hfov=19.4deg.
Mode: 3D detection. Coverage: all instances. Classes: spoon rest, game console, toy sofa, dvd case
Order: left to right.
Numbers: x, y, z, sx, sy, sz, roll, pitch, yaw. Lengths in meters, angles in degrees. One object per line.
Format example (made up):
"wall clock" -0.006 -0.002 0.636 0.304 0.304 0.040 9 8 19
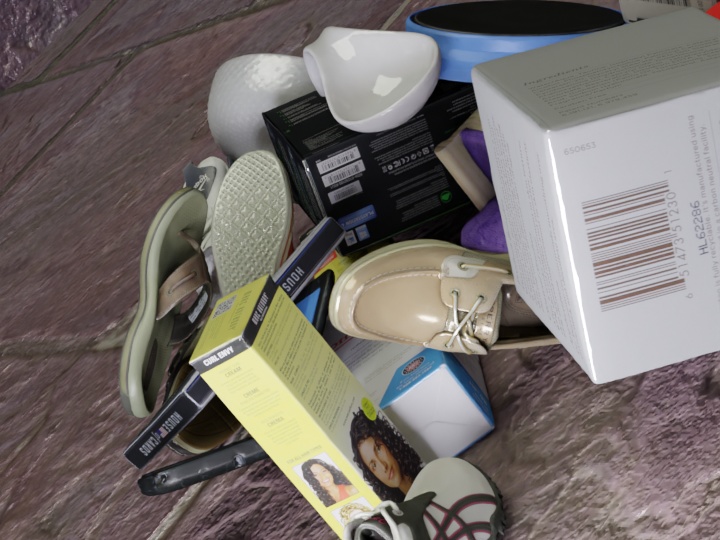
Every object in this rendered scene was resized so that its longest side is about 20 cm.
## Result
"game console" -0.096 0.090 1.598 0.174 0.117 0.200 -19 -4 -11
"dvd case" -0.098 0.057 1.635 0.200 0.025 0.150 -50 3 -33
"spoon rest" 0.000 -0.159 1.695 0.099 0.061 0.200 -45 24 -8
"toy sofa" 0.134 -0.060 1.601 0.098 0.083 0.200 -46 27 -12

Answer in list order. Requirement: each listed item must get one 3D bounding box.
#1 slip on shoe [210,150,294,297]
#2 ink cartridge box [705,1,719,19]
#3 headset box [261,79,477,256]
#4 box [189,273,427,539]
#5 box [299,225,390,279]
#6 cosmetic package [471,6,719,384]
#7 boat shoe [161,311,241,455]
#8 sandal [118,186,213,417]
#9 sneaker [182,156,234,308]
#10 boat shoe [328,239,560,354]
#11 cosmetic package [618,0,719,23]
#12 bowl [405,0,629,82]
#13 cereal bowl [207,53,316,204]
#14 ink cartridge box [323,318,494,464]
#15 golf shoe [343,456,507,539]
"slip on shoe" -0.086 -0.002 1.803 0.073 0.202 0.061 -6 -9 12
"ink cartridge box" 0.317 -0.160 1.534 0.116 0.067 0.200 -36 20 10
"headset box" 0.023 -0.109 1.784 0.173 0.093 0.200 -24 20 -7
"box" -0.027 0.103 1.411 0.050 0.200 0.076 -28 24 30
"box" 0.000 0.000 1.778 0.075 0.050 0.200 -36 20 5
"cosmetic package" 0.182 -0.054 1.338 0.165 0.169 0.200 -16 19 -6
"boat shoe" -0.133 0.100 1.820 0.065 0.073 0.200 -40 13 32
"sandal" -0.154 0.029 1.776 0.057 0.080 0.203 5 71 19
"sneaker" -0.132 -0.043 1.919 0.079 0.130 0.199 -39 -7 18
"boat shoe" 0.074 0.024 1.456 0.065 0.198 0.073 41 124 54
"cosmetic package" 0.298 -0.277 1.702 0.103 0.088 0.200 15 43 43
"bowl" 0.131 -0.191 1.737 0.198 0.040 0.201 0 16 0
"cereal bowl" -0.052 -0.117 1.957 0.199 0.199 0.084 -13 55 52
"ink cartridge box" 0.027 0.080 1.557 0.115 0.067 0.200 -37 21 12
"golf shoe" 0.037 0.168 1.327 0.077 0.088 0.201 -33 20 25
